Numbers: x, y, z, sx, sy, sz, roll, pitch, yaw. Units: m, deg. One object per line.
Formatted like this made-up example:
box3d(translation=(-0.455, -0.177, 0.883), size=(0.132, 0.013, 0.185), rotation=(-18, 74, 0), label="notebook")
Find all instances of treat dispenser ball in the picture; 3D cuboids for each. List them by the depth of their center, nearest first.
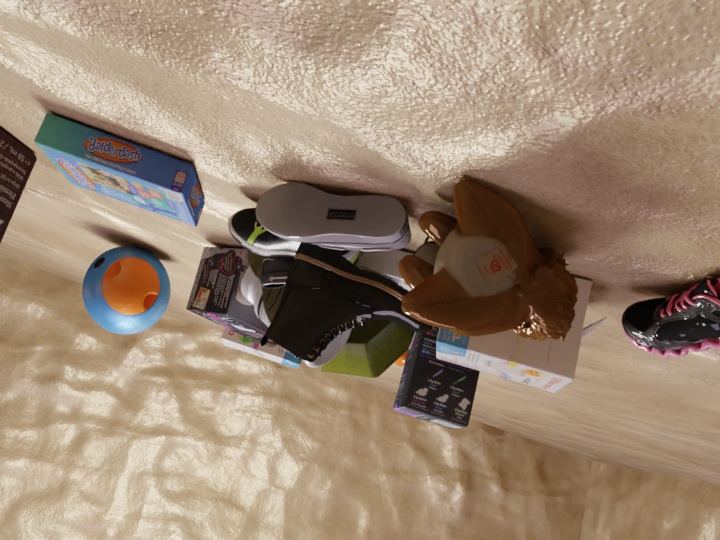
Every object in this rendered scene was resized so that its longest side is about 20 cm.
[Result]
box3d(translation=(-0.551, 0.046, 1.438), size=(0.195, 0.207, 0.201), rotation=(16, 166, 4), label="treat dispenser ball")

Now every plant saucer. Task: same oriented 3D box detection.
box3d(translation=(0.032, 0.111, 1.113), size=(0.198, 0.198, 0.049), rotation=(-9, 114, 58), label="plant saucer")

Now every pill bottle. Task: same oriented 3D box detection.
box3d(translation=(-0.115, 0.064, 1.067), size=(0.199, 0.117, 0.116), rotation=(38, 176, 27), label="pill bottle")

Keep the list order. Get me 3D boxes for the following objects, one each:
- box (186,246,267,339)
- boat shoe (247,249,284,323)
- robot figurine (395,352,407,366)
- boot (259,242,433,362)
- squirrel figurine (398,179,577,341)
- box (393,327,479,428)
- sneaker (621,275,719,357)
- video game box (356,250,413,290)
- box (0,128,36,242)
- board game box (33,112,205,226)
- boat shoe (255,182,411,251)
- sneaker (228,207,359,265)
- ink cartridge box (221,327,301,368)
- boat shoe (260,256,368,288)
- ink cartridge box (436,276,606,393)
box3d(translation=(-0.226, 0.050, 1.213), size=(0.112, 0.136, 0.200), rotation=(4, 161, 29), label="box")
box3d(translation=(-0.117, 0.020, 0.956), size=(0.067, 0.202, 0.075), rotation=(13, 126, -38), label="boat shoe")
box3d(translation=(0.148, 0.148, 1.164), size=(0.116, 0.145, 0.200), rotation=(37, 167, 3), label="robot figurine")
box3d(translation=(-0.015, 0.069, 0.755), size=(0.195, 0.141, 0.078), rotation=(24, 170, 12), label="boot")
box3d(translation=(0.136, 0.014, 0.668), size=(0.195, 0.145, 0.187), rotation=(20, 172, -1), label="squirrel figurine")
box3d(translation=(0.131, 0.134, 0.959), size=(0.103, 0.206, 0.122), rotation=(16, 166, -1), label="box")
box3d(translation=(0.367, 0.041, 0.649), size=(0.197, 0.080, 0.096), rotation=(-4, 133, 53), label="sneaker")
box3d(translation=(0.000, 0.000, 0.945), size=(0.194, 0.048, 0.183), rotation=(15, 163, 11), label="video game box")
box3d(translation=(-0.623, -0.130, 0.891), size=(0.159, 0.206, 0.166), rotation=(13, 166, 12), label="box")
box3d(translation=(-0.321, -0.132, 0.840), size=(0.194, 0.046, 0.152), rotation=(19, 166, -5), label="board game box")
box3d(translation=(-0.033, -0.054, 0.732), size=(0.194, 0.075, 0.066), rotation=(13, 161, 22), label="boat shoe")
box3d(translation=(-0.086, -0.062, 0.824), size=(0.194, 0.073, 0.084), rotation=(15, 141, 8), label="sneaker")
box3d(translation=(-0.222, 0.133, 1.479), size=(0.194, 0.151, 0.146), rotation=(18, 166, -6), label="ink cartridge box")
box3d(translation=(-0.049, 0.022, 0.868), size=(0.194, 0.064, 0.073), rotation=(17, 162, 4), label="boat shoe")
box3d(translation=(0.207, 0.072, 0.800), size=(0.194, 0.129, 0.129), rotation=(15, 165, 12), label="ink cartridge box")
